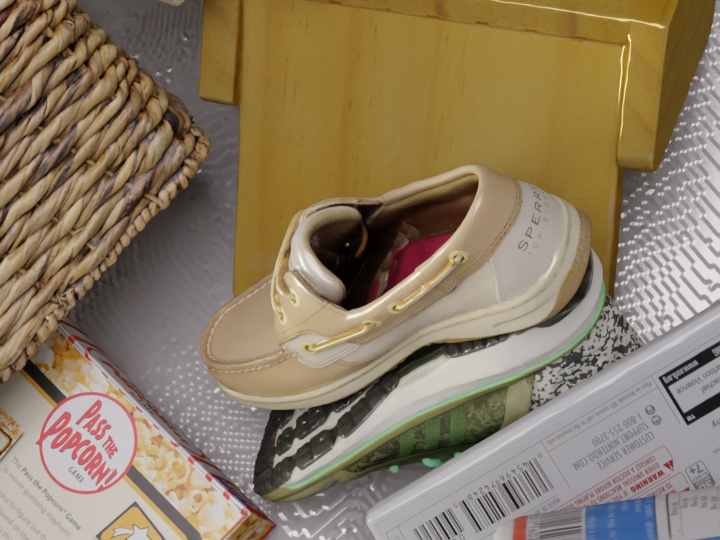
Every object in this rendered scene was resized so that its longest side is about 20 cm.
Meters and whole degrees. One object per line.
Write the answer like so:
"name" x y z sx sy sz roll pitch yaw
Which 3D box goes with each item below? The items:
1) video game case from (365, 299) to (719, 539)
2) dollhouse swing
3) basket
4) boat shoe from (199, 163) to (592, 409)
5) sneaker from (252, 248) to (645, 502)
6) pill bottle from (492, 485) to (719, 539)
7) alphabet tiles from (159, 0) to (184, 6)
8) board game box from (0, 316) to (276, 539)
"video game case" 0.132 0.126 1.192 0.199 0.022 0.183 -31 95 9
"dollhouse swing" 0.047 -0.076 1.287 0.199 0.176 0.182 9 39 15
"basket" -0.191 -0.046 1.253 0.200 0.149 0.143 -48 31 1
"boat shoe" 0.000 0.000 1.192 0.199 0.069 0.074 -22 45 38
"sneaker" 0.039 0.061 1.236 0.200 0.089 0.077 -29 33 32
"pill bottle" 0.156 0.137 1.123 0.199 0.112 0.113 -9 77 8
"alphabet tiles" -0.039 -0.179 1.271 0.200 0.006 0.166 -40 38 -26
"board game box" -0.160 0.131 1.286 0.200 0.046 0.151 -46 72 1
